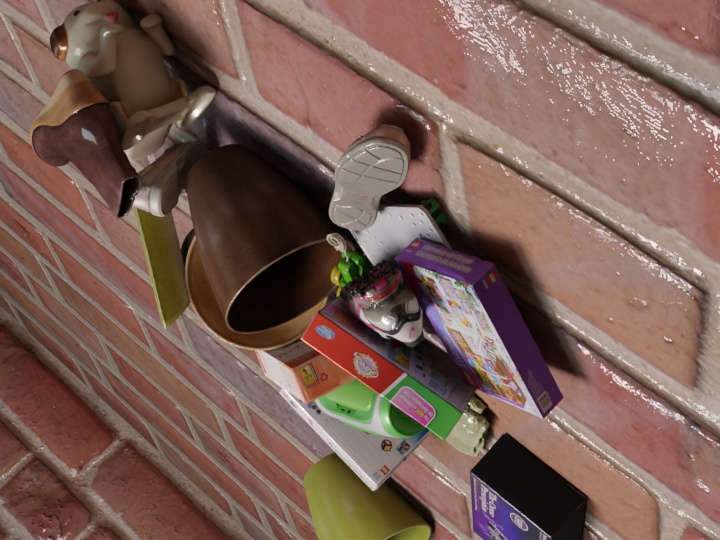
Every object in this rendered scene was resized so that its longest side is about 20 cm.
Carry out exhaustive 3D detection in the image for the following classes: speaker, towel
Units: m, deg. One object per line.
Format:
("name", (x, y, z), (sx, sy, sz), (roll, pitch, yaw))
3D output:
("speaker", (0.013, 0.170, 1.804), (0.200, 0.088, 0.089), (10, 138, 58))
("towel", (0.093, 0.168, 1.815), (0.200, 0.036, 0.149), (41, 158, 18))

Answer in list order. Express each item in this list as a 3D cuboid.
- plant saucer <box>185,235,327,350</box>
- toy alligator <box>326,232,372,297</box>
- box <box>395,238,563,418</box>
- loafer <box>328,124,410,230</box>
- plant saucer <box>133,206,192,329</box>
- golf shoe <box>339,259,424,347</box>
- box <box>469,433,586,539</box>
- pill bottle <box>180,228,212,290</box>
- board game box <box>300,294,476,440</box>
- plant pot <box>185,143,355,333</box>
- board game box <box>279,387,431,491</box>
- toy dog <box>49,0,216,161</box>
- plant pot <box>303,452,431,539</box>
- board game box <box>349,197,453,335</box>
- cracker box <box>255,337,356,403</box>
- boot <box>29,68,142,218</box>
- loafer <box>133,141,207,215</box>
("plant saucer", (-0.136, 0.006, 1.805), (0.200, 0.200, 0.035), (47, -169, 1))
("toy alligator", (0.000, 0.000, 1.662), (0.059, 0.054, 0.200), (26, 154, 26))
("box", (0.130, 0.063, 1.465), (0.137, 0.039, 0.200), (20, 147, 52))
("loafer", (0.008, -0.111, 1.435), (0.071, 0.063, 0.200), (16, 154, -7))
("plant saucer", (-0.277, -0.024, 1.876), (0.200, 0.048, 0.201), (-179, 76, -81))
("golf shoe", (0.027, 0.043, 1.522), (0.092, 0.072, 0.200), (57, 180, -7))
("box", (0.222, 0.327, 1.791), (0.141, 0.079, 0.200), (34, 156, 26))
("pill bottle", (-0.202, -0.020, 1.937), (0.113, 0.113, 0.200), (50, 169, -7))
("board game box", (0.040, 0.103, 1.568), (0.200, 0.040, 0.153), (35, -163, 6))
("plant pot", (-0.135, -0.055, 1.699), (0.200, 0.186, 0.187), (56, 164, 23))
("board game box", (-0.005, 0.204, 1.948), (0.200, 0.126, 0.035), (46, 160, 5))
("toy dog", (-0.302, -0.255, 1.708), (0.201, 0.139, 0.194), (57, 153, 7))
("plant pot", (-0.008, 0.418, 2.321), (0.200, 0.186, 0.187), (54, 165, 28))
("board game box", (0.076, -0.003, 1.548), (0.200, 0.026, 0.200), (56, 158, -21))
("cracker box", (-0.054, 0.109, 1.810), (0.058, 0.133, 0.200), (67, 164, -13))
("boot", (-0.338, -0.132, 1.649), (0.167, 0.072, 0.200), (61, 150, 13))
("loafer", (-0.256, -0.128, 1.765), (0.062, 0.200, 0.072), (10, 112, 8))
